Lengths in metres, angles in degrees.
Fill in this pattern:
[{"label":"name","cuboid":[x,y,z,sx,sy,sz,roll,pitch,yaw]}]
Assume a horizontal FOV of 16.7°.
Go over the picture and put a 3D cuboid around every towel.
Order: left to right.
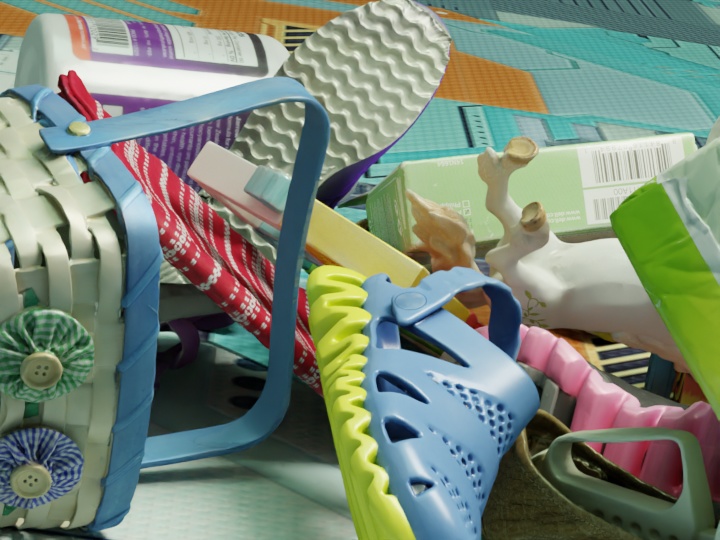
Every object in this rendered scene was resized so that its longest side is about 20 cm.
[{"label":"towel","cuboid":[-0.059,-0.004,1.101,0.200,0.022,0.145,43,5,-24]}]

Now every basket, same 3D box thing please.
[{"label":"basket","cuboid":[-0.110,0.017,0.954,0.200,0.176,0.139,-16,40,-30]}]

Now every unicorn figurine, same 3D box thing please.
[{"label":"unicorn figurine","cuboid":[0.123,0.010,1.097,0.200,0.137,0.074,21,55,22]}]

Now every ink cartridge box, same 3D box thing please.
[{"label":"ink cartridge box","cuboid":[0.074,-0.030,1.234,0.145,0.048,0.200,-7,-5,-10]}]

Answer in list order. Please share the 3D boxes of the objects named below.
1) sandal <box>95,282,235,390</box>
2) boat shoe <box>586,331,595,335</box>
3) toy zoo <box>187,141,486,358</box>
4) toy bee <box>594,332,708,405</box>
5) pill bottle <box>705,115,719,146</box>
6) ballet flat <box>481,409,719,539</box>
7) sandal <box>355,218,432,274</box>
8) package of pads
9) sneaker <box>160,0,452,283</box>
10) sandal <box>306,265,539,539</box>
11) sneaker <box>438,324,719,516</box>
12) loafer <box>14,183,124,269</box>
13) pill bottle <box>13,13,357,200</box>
[{"label":"sandal","cuboid":[-0.109,0.031,1.128,0.082,0.050,0.203,-3,-1,18]},{"label":"boat shoe","cuboid":[0.171,-0.012,1.407,0.067,0.074,0.200,23,20,35]},{"label":"toy zoo","cuboid":[0.000,0.000,1.135,0.131,0.020,0.200,31,-5,29]},{"label":"toy bee","cuboid":[0.174,0.018,1.227,0.131,0.109,0.200,5,16,-15]},{"label":"pill bottle","cuboid":[0.247,0.005,1.134,0.114,0.114,0.200,-1,58,-33]},{"label":"ballet flat","cuboid":[0.129,0.101,0.950,0.200,0.072,0.068,21,20,39]},{"label":"sandal","cuboid":[0.023,-0.006,1.333,0.080,0.054,0.200,10,14,6]},{"label":"package of pads","cuboid":[0.194,0.054,0.931,0.154,0.068,0.200,23,35,-49]},{"label":"sneaker","cuboid":[-0.031,-0.062,1.276,0.070,0.200,0.100,41,7,-2]},{"label":"sandal","cuboid":[0.030,0.056,0.962,0.087,0.080,0.200,-11,36,0]},{"label":"sneaker","cuboid":[0.121,0.082,1.060,0.200,0.079,0.095,19,-4,33]},{"label":"loafer","cuboid":[-0.194,-0.019,1.071,0.200,0.070,0.075,11,-1,3]},{"label":"pill bottle","cuboid":[-0.102,-0.090,1.470,0.200,0.111,0.111,4,15,-18]}]
